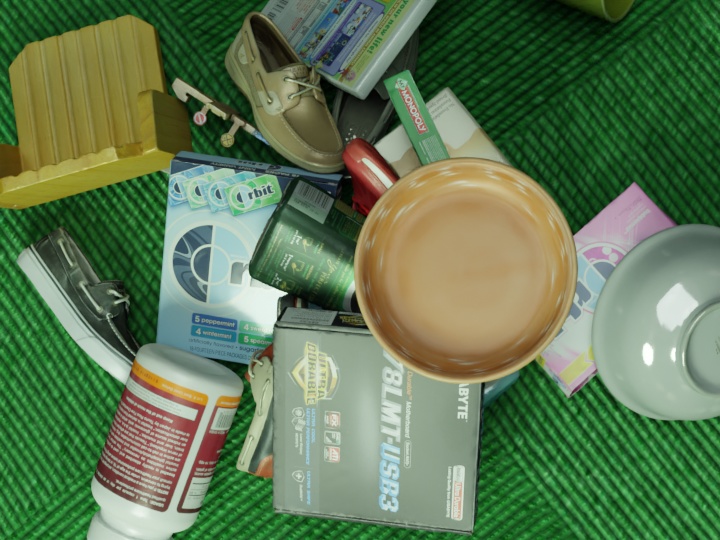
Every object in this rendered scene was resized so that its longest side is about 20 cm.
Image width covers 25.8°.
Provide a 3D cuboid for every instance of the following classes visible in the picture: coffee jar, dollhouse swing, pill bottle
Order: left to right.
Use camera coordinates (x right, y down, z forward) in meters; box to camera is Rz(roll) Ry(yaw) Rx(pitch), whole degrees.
[{"bbox_3d":[-0.294,-0.174,1.602,0.198,0.182,0.178,-14,87,9],"label":"dollhouse swing"},{"bbox_3d":[-0.198,0.183,1.548,0.112,0.113,0.202,21,94,8],"label":"pill bottle"},{"bbox_3d":[0.000,0.000,1.495,0.199,0.085,0.105,28,121,-2],"label":"coffee jar"}]

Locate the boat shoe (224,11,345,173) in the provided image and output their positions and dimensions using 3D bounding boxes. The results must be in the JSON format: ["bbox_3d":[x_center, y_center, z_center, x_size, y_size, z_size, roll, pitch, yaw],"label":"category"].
[{"bbox_3d":[-0.074,-0.180,1.584,0.071,0.065,0.200,-13,54,-38],"label":"boat shoe"}]

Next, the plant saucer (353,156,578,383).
[{"bbox_3d":[0.094,0.001,1.399,0.198,0.037,0.202,-1,82,7],"label":"plant saucer"}]

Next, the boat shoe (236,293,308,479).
[{"bbox_3d":[-0.085,0.115,1.553,0.062,0.071,0.202,9,112,8],"label":"boat shoe"}]

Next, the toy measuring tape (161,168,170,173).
[{"bbox_3d":[-0.135,-0.086,1.623,0.199,0.074,0.074,25,82,8],"label":"toy measuring tape"}]

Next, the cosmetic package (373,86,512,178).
[{"bbox_3d":[0.112,-0.074,1.600,0.105,0.071,0.200,-39,79,-3],"label":"cosmetic package"}]

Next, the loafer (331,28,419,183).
[{"bbox_3d":[0.013,-0.189,1.630,0.069,0.070,0.202,16,81,7],"label":"loafer"}]

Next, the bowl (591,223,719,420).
[{"bbox_3d":[0.329,0.063,1.501,0.199,0.090,0.203,-5,107,-16],"label":"bowl"}]

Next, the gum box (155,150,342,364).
[{"bbox_3d":[-0.113,-0.007,1.578,0.168,0.045,0.202,9,108,6],"label":"gum box"}]

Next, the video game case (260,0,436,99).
[{"bbox_3d":[-0.002,-0.291,1.635,0.182,0.022,0.201,32,82,38],"label":"video game case"}]

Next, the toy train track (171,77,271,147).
[{"bbox_3d":[-0.112,-0.131,1.617,0.199,0.115,0.033,33,97,0],"label":"toy train track"}]

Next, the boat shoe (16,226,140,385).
[{"bbox_3d":[-0.272,0.035,1.610,0.071,0.072,0.200,-43,77,0],"label":"boat shoe"}]

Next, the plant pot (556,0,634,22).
[{"bbox_3d":[0.188,-0.367,1.610,0.198,0.187,0.189,16,81,22],"label":"plant pot"}]

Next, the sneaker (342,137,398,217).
[{"bbox_3d":[0.010,-0.029,1.555,0.115,0.078,0.201,-34,121,2],"label":"sneaker"}]

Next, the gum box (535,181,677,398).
[{"bbox_3d":[0.246,0.017,1.575,0.200,0.066,0.114,-41,78,-4],"label":"gum box"}]

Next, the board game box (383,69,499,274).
[{"bbox_3d":[0.081,-0.083,1.499,0.029,0.135,0.201,-25,80,4],"label":"board game box"}]

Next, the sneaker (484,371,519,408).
[{"bbox_3d":[0.046,0.114,1.569,0.199,0.080,0.131,-34,81,-12],"label":"sneaker"}]

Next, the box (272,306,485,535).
[{"bbox_3d":[0.017,0.141,1.474,0.196,0.050,0.202,6,110,10],"label":"box"}]
